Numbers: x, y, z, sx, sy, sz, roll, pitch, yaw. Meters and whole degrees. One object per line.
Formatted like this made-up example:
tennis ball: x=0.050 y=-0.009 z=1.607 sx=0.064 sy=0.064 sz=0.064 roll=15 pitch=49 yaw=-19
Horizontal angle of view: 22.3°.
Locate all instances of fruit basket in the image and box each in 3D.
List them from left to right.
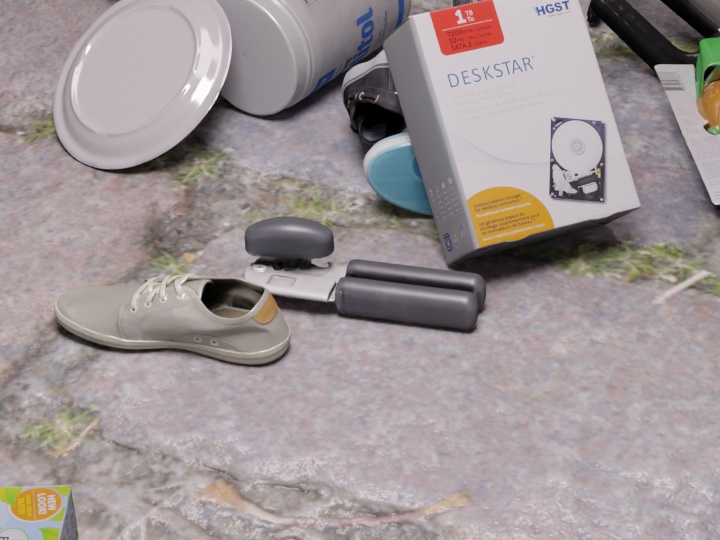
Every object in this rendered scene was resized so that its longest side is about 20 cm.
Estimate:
fruit basket: x=0.377 y=-0.129 z=1.640 sx=0.185 sy=0.094 sz=0.200 roll=-7 pitch=49 yaw=-6

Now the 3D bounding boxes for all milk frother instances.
milk frother: x=0.327 y=-0.284 z=1.832 sx=0.188 sy=0.181 sz=0.200 roll=42 pitch=11 yaw=4

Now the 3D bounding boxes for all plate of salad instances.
plate of salad: x=-0.203 y=-0.181 z=1.730 sx=0.200 sy=0.048 sz=0.200 roll=-13 pitch=60 yaw=23

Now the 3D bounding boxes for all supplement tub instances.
supplement tub: x=-0.053 y=-0.249 z=1.801 sx=0.132 sy=0.132 sz=0.200 roll=19 pitch=40 yaw=31

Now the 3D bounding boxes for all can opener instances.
can opener: x=0.000 y=0.000 z=1.469 sx=0.200 sy=0.067 sz=0.053 roll=7 pitch=35 yaw=16

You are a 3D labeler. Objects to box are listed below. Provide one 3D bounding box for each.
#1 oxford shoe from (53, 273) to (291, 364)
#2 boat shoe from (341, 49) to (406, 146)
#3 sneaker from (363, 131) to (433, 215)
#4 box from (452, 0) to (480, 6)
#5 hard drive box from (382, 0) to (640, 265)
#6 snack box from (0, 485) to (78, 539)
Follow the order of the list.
oxford shoe: x=-0.150 y=0.028 z=1.450 sx=0.200 sy=0.058 sz=0.075 roll=7 pitch=37 yaw=19
boat shoe: x=0.019 y=-0.145 z=1.647 sx=0.070 sy=0.066 sz=0.200 roll=24 pitch=-11 yaw=-12
sneaker: x=0.091 y=-0.114 z=1.631 sx=0.200 sy=0.080 sz=0.131 roll=-1 pitch=34 yaw=-14
box: x=0.116 y=-0.278 z=1.733 sx=0.050 sy=0.200 sz=0.158 roll=-5 pitch=15 yaw=-2
hard drive box: x=0.125 y=-0.122 z=1.525 sx=0.156 sy=0.200 sz=0.077 roll=-15 pitch=-6 yaw=-18
snack box: x=-0.295 y=0.204 z=1.193 sx=0.200 sy=0.053 sz=0.142 roll=-1 pitch=34 yaw=2
